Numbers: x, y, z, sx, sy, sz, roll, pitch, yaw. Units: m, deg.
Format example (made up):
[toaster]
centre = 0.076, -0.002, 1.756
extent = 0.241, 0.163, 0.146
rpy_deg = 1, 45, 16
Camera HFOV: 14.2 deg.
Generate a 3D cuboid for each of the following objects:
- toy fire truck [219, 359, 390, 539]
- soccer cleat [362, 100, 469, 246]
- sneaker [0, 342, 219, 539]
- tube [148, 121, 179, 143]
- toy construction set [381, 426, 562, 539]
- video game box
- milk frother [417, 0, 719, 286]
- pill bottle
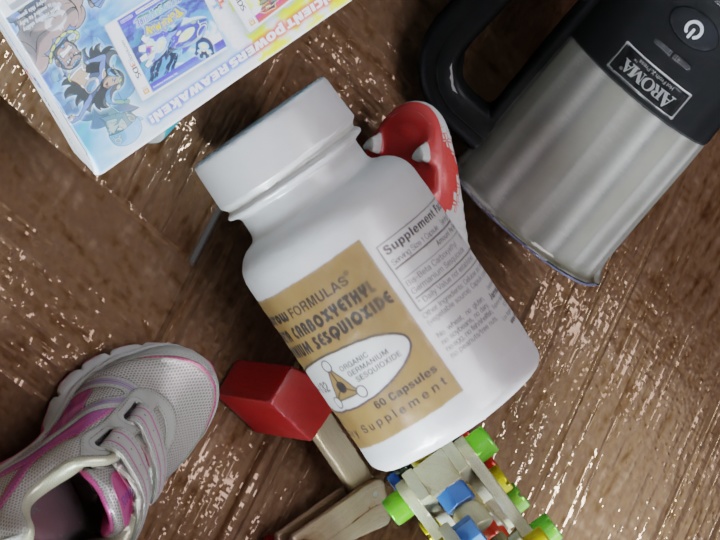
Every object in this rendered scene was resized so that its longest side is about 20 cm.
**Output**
[toy fire truck]
centre = -0.023, 0.156, 1.662
extent = 0.200, 0.049, 0.141
rpy_deg = 42, 64, -38
[soccer cleat]
centre = 0.038, -0.002, 1.699
extent = 0.085, 0.068, 0.201
rpy_deg = -13, 106, -50
[sneaker]
centre = -0.137, 0.111, 1.523
extent = 0.200, 0.088, 0.082
rpy_deg = -42, 121, -33
[tube]
centre = -0.065, -0.152, 1.586
extent = 0.050, 0.077, 0.200
rpy_deg = 46, 63, -7
[toy construction set]
centre = 0.071, 0.160, 1.684
extent = 0.092, 0.131, 0.200
rpy_deg = -31, 153, -12
[video game box]
centre = -0.099, -0.177, 1.455
extent = 0.200, 0.047, 0.183
rpy_deg = -35, 121, -9
[milk frother]
centre = 0.146, -0.119, 1.749
extent = 0.188, 0.180, 0.200
rpy_deg = -49, 166, 13
[pill bottle]
centre = 0.000, 0.000, 1.595
extent = 0.114, 0.114, 0.200
rpy_deg = -38, 96, -34
